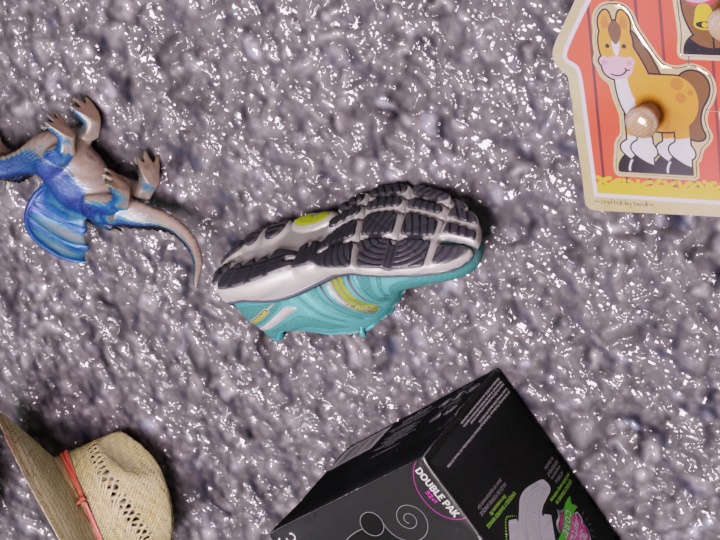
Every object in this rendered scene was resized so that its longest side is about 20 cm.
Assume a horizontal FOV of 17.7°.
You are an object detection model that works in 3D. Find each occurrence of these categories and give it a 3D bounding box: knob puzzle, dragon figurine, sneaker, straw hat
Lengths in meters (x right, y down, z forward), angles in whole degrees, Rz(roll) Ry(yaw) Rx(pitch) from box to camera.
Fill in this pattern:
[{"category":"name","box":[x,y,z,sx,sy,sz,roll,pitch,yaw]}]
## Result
[{"category":"knob puzzle","box":[0.200,-0.119,1.323,0.220,0.030,0.220,13,121,22]},{"category":"dragon figurine","box":[-0.186,-0.046,1.550,0.200,0.059,0.099,40,127,4]},{"category":"sneaker","box":[0.000,0.000,1.482,0.200,0.078,0.080,-12,129,37]},{"category":"straw hat","box":[-0.176,0.167,1.640,0.085,0.201,0.201,-28,104,-6]}]

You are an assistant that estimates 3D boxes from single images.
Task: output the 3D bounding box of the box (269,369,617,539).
[{"category":"box","box":[0.071,0.197,1.505,0.149,0.124,0.200,-31,98,37]}]
